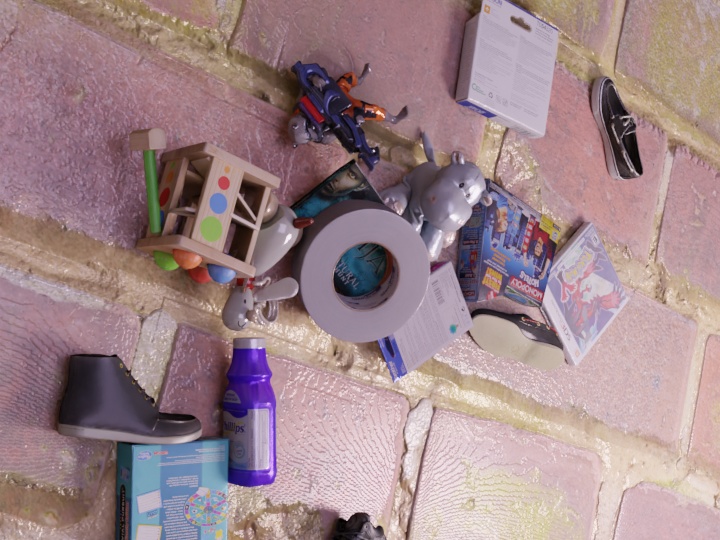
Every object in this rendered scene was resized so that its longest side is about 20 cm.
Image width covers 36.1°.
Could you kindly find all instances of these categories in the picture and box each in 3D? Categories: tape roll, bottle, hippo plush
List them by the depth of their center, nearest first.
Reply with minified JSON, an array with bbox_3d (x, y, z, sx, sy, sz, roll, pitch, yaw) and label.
[{"bbox_3d":[-0.155,0.195,1.541,0.064,0.083,0.204,1,89,-38],"label":"bottle"},{"bbox_3d":[0.000,0.000,1.628,0.197,0.066,0.204,-5,108,-16],"label":"tape roll"},{"bbox_3d":[0.137,-0.104,1.738,0.201,0.160,0.160,-50,117,-28],"label":"hippo plush"}]

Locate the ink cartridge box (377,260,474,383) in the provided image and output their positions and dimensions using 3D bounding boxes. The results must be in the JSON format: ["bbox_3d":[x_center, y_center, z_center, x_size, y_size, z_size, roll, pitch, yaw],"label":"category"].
[{"bbox_3d":[0.091,0.081,1.772,0.199,0.042,0.121,-33,108,-37],"label":"ink cartridge box"}]

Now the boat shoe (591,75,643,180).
[{"bbox_3d":[0.494,-0.272,2.094,0.070,0.063,0.203,-26,104,-36],"label":"boat shoe"}]

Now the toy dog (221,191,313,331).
[{"bbox_3d":[-0.122,-0.013,1.544,0.131,0.095,0.204,7,88,-54],"label":"toy dog"}]

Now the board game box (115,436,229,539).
[{"bbox_3d":[-0.252,0.329,1.481,0.149,0.047,0.204,3,86,-39],"label":"board game box"}]

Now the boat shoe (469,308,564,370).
[{"bbox_3d":[0.264,0.109,1.899,0.199,0.074,0.064,23,38,-26],"label":"boat shoe"}]

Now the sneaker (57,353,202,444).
[{"bbox_3d":[-0.290,0.167,1.438,0.198,0.074,0.108,10,85,-37],"label":"sneaker"}]

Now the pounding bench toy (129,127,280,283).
[{"bbox_3d":[-0.234,-0.081,1.462,0.198,0.123,0.159,25,74,-35],"label":"pounding bench toy"}]

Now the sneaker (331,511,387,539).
[{"bbox_3d":[-0.033,0.427,1.639,0.197,0.076,0.116,-14,95,-41],"label":"sneaker"}]

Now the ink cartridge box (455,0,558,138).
[{"bbox_3d":[0.256,-0.356,1.921,0.194,0.043,0.204,18,75,-36],"label":"ink cartridge box"}]

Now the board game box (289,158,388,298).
[{"bbox_3d":[-0.007,-0.050,1.665,0.135,0.028,0.201,-37,114,1],"label":"board game box"}]

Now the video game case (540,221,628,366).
[{"bbox_3d":[0.406,0.042,2.038,0.200,0.023,0.184,-44,115,-31],"label":"video game case"}]

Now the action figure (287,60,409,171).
[{"bbox_3d":[-0.023,-0.219,1.651,0.191,0.105,0.202,-21,72,-31],"label":"action figure"}]

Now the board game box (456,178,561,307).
[{"bbox_3d":[0.237,-0.021,1.880,0.199,0.061,0.203,29,72,-34],"label":"board game box"}]
